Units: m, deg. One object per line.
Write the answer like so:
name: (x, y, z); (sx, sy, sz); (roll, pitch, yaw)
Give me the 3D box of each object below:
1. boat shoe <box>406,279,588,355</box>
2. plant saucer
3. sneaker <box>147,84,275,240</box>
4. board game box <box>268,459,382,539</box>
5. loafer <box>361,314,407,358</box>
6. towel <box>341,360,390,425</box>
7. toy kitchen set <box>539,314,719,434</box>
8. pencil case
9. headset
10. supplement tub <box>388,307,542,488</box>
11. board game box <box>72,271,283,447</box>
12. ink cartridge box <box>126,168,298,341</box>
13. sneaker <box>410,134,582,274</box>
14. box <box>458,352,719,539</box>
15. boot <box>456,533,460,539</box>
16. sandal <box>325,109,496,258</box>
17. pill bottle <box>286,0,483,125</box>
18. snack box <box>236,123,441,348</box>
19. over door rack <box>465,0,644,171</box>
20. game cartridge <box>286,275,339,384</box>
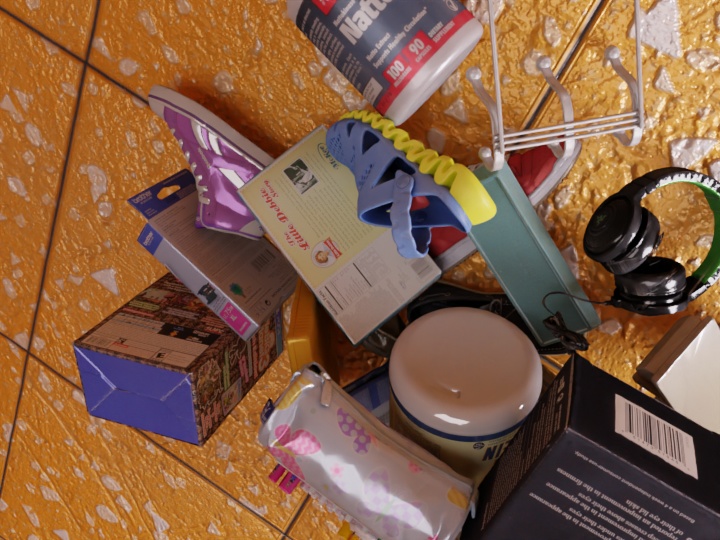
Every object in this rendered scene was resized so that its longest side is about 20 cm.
boat shoe: (0.140, 0.056, 0.756); (0.197, 0.062, 0.076); (12, 116, 17)
plant saucer: (0.153, -0.009, 0.672); (0.069, 0.019, 0.201); (-23, 113, 33)
sneaker: (-0.174, -0.112, 0.781); (0.199, 0.073, 0.115); (37, 93, 4)
board game box: (0.011, 0.292, 0.752); (0.198, 0.026, 0.201); (21, 155, 45)
loafer: (0.000, 0.000, 0.765); (0.069, 0.075, 0.202); (-34, 81, 25)
towel: (0.041, 0.189, 0.809); (0.024, 0.145, 0.203); (38, 147, 49)
toy kitchen set: (0.260, 0.086, 0.679); (0.200, 0.180, 0.163); (-46, 125, -2)
pencil case: (0.006, 0.168, 0.626); (0.199, 0.083, 0.091); (36, 100, 8)
headset: (0.251, -0.003, 0.631); (0.199, 0.094, 0.124); (-36, 109, 5)
supplement tub: (0.100, 0.154, 0.714); (0.143, 0.146, 0.202); (13, 134, 17)
board game box: (-0.206, 0.092, 0.842); (0.157, 0.200, 0.098); (10, 119, 19)
ink cartridge box: (-0.168, -0.023, 0.818); (0.200, 0.119, 0.042); (44, 125, -2)
sneaker: (0.110, -0.090, 0.694); (0.113, 0.071, 0.200); (45, 125, -6)
box: (0.181, 0.197, 0.569); (0.147, 0.104, 0.202); (29, 121, 5)
boot: (0.131, 0.331, 0.812); (0.072, 0.201, 0.156); (28, 126, -13)
sandal: (0.024, -0.078, 0.637); (0.200, 0.087, 0.080); (39, 174, 43)
pill bottle: (0.003, -0.243, 0.638); (0.200, 0.120, 0.120); (45, 123, -2)
snack box: (-0.023, -0.037, 0.725); (0.116, 0.037, 0.201); (-37, 81, -7)
over door rack: (0.164, -0.194, 0.582); (0.145, 0.067, 0.203); (-12, 117, -11)
game cartridge: (-0.050, 0.103, 0.782); (0.032, 0.201, 0.179); (-5, 113, 4)
